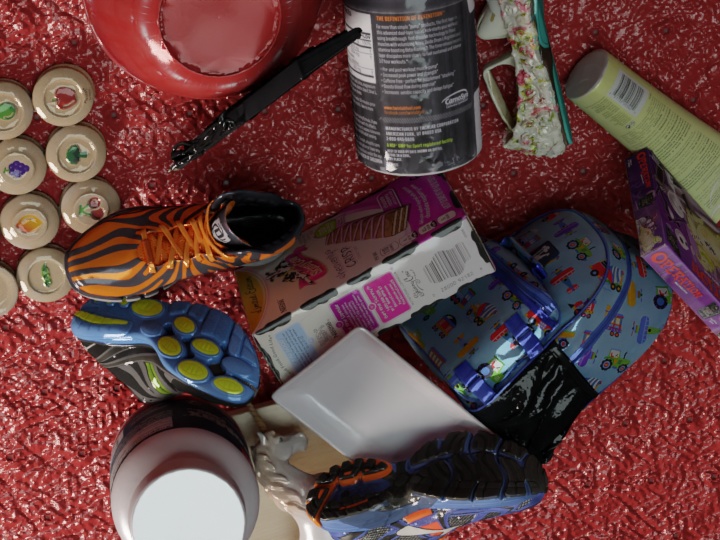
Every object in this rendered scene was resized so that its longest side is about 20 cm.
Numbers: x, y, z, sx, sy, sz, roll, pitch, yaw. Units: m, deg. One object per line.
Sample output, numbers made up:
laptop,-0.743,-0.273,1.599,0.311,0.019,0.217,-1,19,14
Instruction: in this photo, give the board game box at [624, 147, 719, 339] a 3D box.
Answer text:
board game box,0.294,-0.003,1.758,0.032,0.120,0.200,-26,131,27

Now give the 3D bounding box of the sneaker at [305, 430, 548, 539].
sneaker,0.059,0.185,1.672,0.199,0.076,0.079,-10,134,21

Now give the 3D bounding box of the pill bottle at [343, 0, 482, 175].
pill bottle,0.041,-0.185,1.648,0.106,0.106,0.201,-8,115,-8

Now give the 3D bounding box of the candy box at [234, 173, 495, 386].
candy box,0.000,0.000,1.709,0.199,0.136,0.061,-30,115,2

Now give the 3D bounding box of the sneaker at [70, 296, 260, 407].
sneaker,-0.153,0.071,1.700,0.071,0.199,0.083,-50,135,-28

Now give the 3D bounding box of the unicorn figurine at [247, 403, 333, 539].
unicorn figurine,-0.024,0.207,1.746,0.137,0.074,0.201,-2,97,-11

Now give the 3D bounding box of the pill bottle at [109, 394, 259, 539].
pill bottle,-0.142,0.178,1.661,0.119,0.200,0.120,-1,100,-7

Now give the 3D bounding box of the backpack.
backpack,0.153,0.034,1.730,0.200,0.183,0.135,-43,124,6

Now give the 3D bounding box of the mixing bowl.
mixing bowl,-0.116,-0.213,1.604,0.199,0.108,0.201,-4,114,-9

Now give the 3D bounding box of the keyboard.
keyboard,-0.085,-0.128,1.592,0.127,0.200,0.021,-39,95,-32

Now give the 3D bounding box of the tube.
tube,0.259,-0.114,1.762,0.200,0.052,0.058,34,145,-26

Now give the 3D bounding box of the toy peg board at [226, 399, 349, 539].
toy peg board,-0.072,0.206,1.827,0.199,0.098,0.200,-15,101,-5

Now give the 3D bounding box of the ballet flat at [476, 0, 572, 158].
ballet flat,0.129,-0.181,1.691,0.064,0.076,0.201,-8,113,10

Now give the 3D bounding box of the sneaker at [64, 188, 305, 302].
sneaker,-0.139,-0.030,1.665,0.199,0.112,0.078,-16,87,-16

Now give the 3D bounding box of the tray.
tray,0.034,0.125,1.678,0.200,0.022,0.107,40,118,-22

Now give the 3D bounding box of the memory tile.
memory tile,-0.276,-0.063,1.691,0.153,0.017,0.201,-13,116,-5
